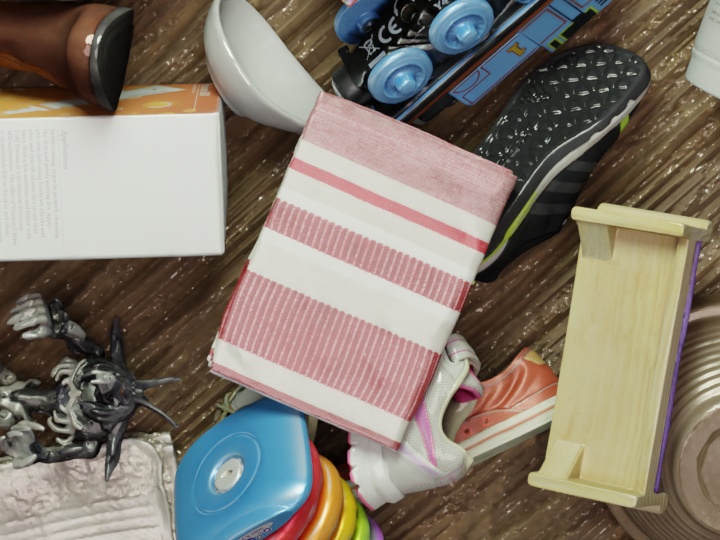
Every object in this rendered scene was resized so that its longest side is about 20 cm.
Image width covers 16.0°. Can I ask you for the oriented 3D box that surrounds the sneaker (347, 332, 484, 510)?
[{"bbox_3d":[0.041,0.062,1.744,0.088,0.081,0.201,-4,77,13],"label":"sneaker"}]

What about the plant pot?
[{"bbox_3d":[0.260,0.123,1.787,0.200,0.093,0.202,0,103,-1],"label":"plant pot"}]

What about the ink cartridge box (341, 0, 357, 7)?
[{"bbox_3d":[0.015,-0.224,1.641,0.109,0.200,0.050,-42,101,8],"label":"ink cartridge box"}]

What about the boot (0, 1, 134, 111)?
[{"bbox_3d":[-0.247,-0.160,1.658,0.199,0.188,0.069,11,102,-6],"label":"boot"}]

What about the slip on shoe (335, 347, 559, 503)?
[{"bbox_3d":[0.049,0.114,1.796,0.199,0.074,0.061,-25,80,5],"label":"slip on shoe"}]

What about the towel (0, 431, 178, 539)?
[{"bbox_3d":[-0.217,0.191,1.819,0.199,0.034,0.133,-12,103,2],"label":"towel"}]

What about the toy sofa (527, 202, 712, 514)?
[{"bbox_3d":[0.181,0.059,1.737,0.082,0.097,0.201,10,91,26],"label":"toy sofa"}]

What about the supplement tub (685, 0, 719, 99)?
[{"bbox_3d":[0.306,-0.199,1.692,0.131,0.132,0.201,18,103,-6],"label":"supplement tub"}]

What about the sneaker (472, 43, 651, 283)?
[{"bbox_3d":[0.122,-0.070,1.759,0.200,0.083,0.072,-45,58,-6],"label":"sneaker"}]

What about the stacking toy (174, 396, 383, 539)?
[{"bbox_3d":[-0.027,0.186,1.743,0.116,0.110,0.200,-34,128,21],"label":"stacking toy"}]

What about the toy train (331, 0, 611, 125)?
[{"bbox_3d":[0.073,-0.170,1.703,0.200,0.087,0.114,-41,143,17],"label":"toy train"}]

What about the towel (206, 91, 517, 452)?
[{"bbox_3d":[0.000,0.000,1.687,0.143,0.023,0.201,23,90,-4],"label":"towel"}]

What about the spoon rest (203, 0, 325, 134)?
[{"bbox_3d":[-0.042,-0.103,1.730,0.060,0.100,0.200,-25,114,17],"label":"spoon rest"}]

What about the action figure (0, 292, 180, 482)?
[{"bbox_3d":[-0.226,0.083,1.755,0.199,0.102,0.120,-1,75,3],"label":"action figure"}]

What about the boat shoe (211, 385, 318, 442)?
[{"bbox_3d":[-0.070,0.114,1.784,0.068,0.075,0.201,7,104,-9],"label":"boat shoe"}]

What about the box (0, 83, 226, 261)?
[{"bbox_3d":[-0.189,-0.066,1.712,0.199,0.124,0.098,-1,103,-2],"label":"box"}]
